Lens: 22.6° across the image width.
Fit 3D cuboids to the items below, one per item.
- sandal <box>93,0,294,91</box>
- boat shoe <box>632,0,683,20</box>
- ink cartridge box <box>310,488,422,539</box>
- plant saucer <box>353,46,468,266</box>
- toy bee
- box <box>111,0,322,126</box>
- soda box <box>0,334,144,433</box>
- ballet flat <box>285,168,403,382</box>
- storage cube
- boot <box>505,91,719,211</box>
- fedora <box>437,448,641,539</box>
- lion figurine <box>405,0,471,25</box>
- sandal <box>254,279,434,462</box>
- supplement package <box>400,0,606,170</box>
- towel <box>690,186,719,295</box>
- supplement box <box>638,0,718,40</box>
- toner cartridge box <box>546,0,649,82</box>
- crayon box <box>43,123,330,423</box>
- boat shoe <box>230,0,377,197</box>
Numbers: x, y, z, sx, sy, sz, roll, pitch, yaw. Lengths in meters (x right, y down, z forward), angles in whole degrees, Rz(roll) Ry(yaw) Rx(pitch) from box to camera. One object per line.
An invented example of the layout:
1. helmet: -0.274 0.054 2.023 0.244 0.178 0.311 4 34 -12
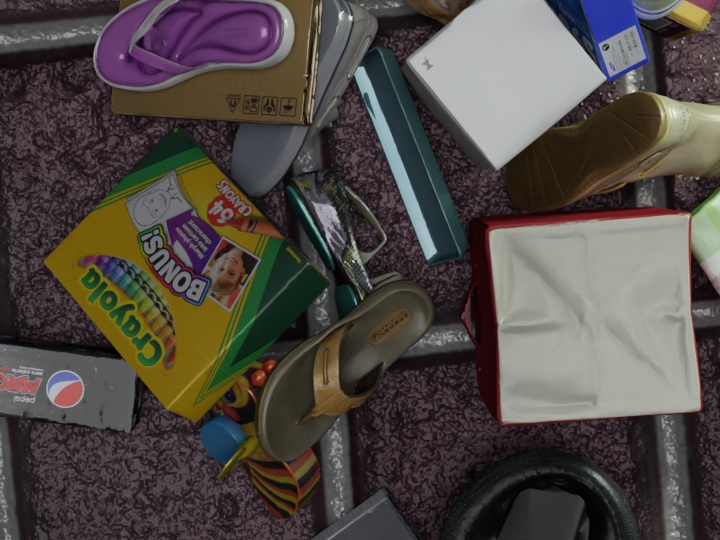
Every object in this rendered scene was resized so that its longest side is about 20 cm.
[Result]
1. sandal: -0.153 -0.204 1.549 0.202 0.050 0.083 -7 86 27
2. boat shoe: 0.270 -0.299 1.466 0.072 0.062 0.200 27 94 0
3. ink cartridge box: 0.000 0.337 1.643 0.200 0.043 0.198 -36 93 3
4. plant saucer: 0.045 -0.102 1.607 0.019 0.070 0.200 -22 93 -23
5. toy bee: -0.099 0.128 1.587 0.200 0.109 0.131 36 52 -20
6. box: -0.125 -0.213 1.576 0.200 0.021 0.164 6 91 27
7. soda box: -0.296 0.098 1.617 0.199 0.063 0.071 8 94 0
8. ballet flat: 0.000 0.000 1.612 0.072 0.072 0.201 -22 95 1
9. storage cube: 0.189 0.036 1.557 0.199 0.180 0.171 -4 93 -1
10. boot: 0.240 -0.102 1.592 0.155 0.200 0.073 -2 72 -40
11. fedora: 0.152 0.259 1.611 0.200 0.092 0.201 0 87 -5
12. lion figurine: 0.079 -0.327 1.589 0.122 0.072 0.200 29 91 -4
13. sandal: -0.011 0.086 1.549 0.200 0.054 0.080 -41 117 -8
14. supplement package: 0.117 -0.166 1.534 0.121 0.200 0.120 -39 92 3
15. towel: 0.385 -0.001 1.597 0.149 0.031 0.200 -40 96 -25
16. supplement box: 0.284 -0.312 1.560 0.103 0.131 0.200 26 92 -1
17. toner cartridge box: 0.172 -0.245 1.519 0.043 0.200 0.095 -26 126 -5
18. crayon box: -0.153 0.001 1.569 0.173 0.058 0.200 -45 61 2
19. boat shoe: -0.046 -0.149 1.599 0.070 0.071 0.200 8 117 -43
